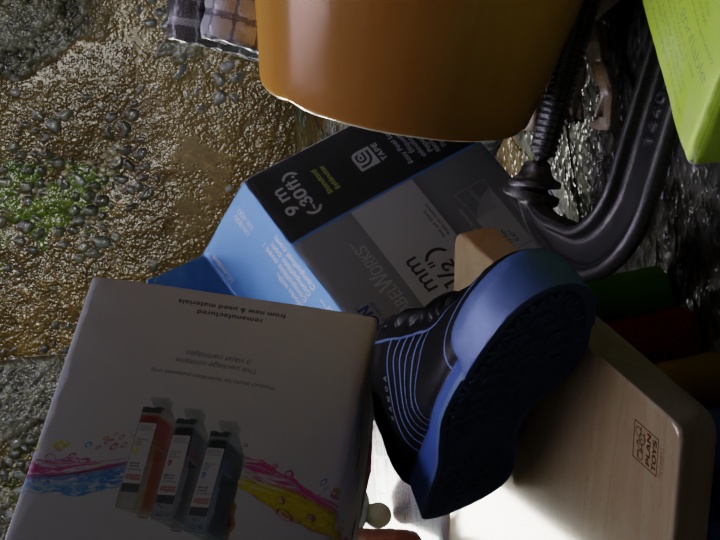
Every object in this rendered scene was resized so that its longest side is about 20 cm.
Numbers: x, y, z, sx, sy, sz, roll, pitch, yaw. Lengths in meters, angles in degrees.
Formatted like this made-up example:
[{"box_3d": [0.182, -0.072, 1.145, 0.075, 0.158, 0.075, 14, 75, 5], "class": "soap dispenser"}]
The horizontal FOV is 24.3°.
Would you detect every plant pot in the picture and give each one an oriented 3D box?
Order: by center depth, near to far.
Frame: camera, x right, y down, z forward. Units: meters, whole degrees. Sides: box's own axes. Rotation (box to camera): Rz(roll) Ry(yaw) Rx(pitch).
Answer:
[{"box_3d": [0.031, -0.161, 0.733, 0.200, 0.200, 0.183, -112, 30, -69], "class": "plant pot"}]

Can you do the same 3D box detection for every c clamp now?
[{"box_3d": [0.110, -0.096, 0.770, 0.171, 0.027, 0.200, 17, 93, 65], "class": "c clamp"}]

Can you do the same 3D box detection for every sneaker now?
[{"box_3d": [0.042, 0.037, 0.734, 0.078, 0.070, 0.200, 61, 155, 25], "class": "sneaker"}]

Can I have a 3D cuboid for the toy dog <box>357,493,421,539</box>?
[{"box_3d": [0.006, 0.198, 0.943, 0.132, 0.096, 0.200, 100, 176, -61], "class": "toy dog"}]

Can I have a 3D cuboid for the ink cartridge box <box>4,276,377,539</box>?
[{"box_3d": [-0.078, 0.131, 0.791, 0.145, 0.144, 0.200, 93, -172, -52], "class": "ink cartridge box"}]

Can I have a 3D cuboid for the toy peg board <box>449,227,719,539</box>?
[{"box_3d": [0.128, 0.101, 0.777, 0.199, 0.098, 0.200, -135, 38, -56], "class": "toy peg board"}]

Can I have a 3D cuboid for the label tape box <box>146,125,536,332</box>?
[{"box_3d": [0.000, 0.000, 0.947, 0.143, 0.200, 0.066, 52, 156, 22], "class": "label tape box"}]

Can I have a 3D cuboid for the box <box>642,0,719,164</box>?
[{"box_3d": [0.142, -0.142, 0.580, 0.200, 0.048, 0.122, 97, 166, -60], "class": "box"}]

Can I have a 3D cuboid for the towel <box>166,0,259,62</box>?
[{"box_3d": [0.001, -0.176, 0.874, 0.086, 0.200, 0.166, 12, 90, 50], "class": "towel"}]

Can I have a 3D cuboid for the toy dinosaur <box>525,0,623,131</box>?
[{"box_3d": [0.106, -0.123, 0.865, 0.200, 0.058, 0.101, -133, 40, -80], "class": "toy dinosaur"}]

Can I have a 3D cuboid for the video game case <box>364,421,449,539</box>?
[{"box_3d": [0.015, 0.146, 1.044, 0.182, 0.023, 0.200, -5, 89, 62], "class": "video game case"}]

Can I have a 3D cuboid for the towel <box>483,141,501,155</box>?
[{"box_3d": [0.028, -0.168, 1.094, 0.200, 0.086, 0.166, 54, 167, 11], "class": "towel"}]
